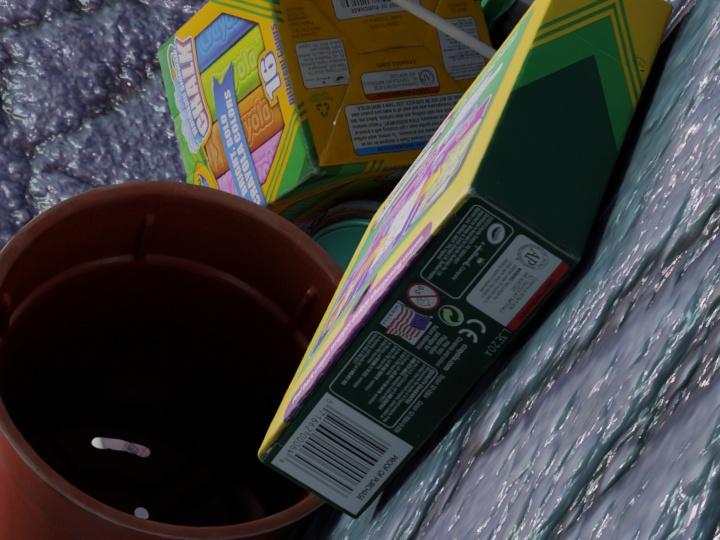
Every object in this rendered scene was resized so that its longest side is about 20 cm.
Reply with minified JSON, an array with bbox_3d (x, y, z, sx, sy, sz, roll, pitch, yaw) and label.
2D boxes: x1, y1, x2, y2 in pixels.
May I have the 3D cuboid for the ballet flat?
[{"bbox_3d":[0.000,0.000,1.354,0.074,0.074,0.200,-62,10,-31],"label":"ballet flat"}]

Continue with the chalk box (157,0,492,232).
[{"bbox_3d":[-0.025,-0.087,1.354,0.200,0.125,0.124,-32,70,62],"label":"chalk box"}]

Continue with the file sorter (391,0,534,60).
[{"bbox_3d":[0.102,-0.206,1.181,0.200,0.139,0.125,-56,9,25],"label":"file sorter"}]

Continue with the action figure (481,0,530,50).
[{"bbox_3d":[0.084,-0.138,1.373,0.118,0.055,0.200,-60,2,-30],"label":"action figure"}]

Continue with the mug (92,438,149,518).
[{"bbox_3d":[-0.187,0.182,1.518,0.175,0.148,0.200,-47,-6,21],"label":"mug"}]

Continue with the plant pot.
[{"bbox_3d":[-0.111,0.091,1.264,0.201,0.201,0.195,-63,0,-38],"label":"plant pot"}]

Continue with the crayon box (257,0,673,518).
[{"bbox_3d":[0.046,-0.015,1.072,0.200,0.058,0.173,-52,8,44],"label":"crayon box"}]

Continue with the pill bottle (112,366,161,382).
[{"bbox_3d":[-0.105,0.034,1.459,0.114,0.114,0.200,-59,-19,-3],"label":"pill bottle"}]
